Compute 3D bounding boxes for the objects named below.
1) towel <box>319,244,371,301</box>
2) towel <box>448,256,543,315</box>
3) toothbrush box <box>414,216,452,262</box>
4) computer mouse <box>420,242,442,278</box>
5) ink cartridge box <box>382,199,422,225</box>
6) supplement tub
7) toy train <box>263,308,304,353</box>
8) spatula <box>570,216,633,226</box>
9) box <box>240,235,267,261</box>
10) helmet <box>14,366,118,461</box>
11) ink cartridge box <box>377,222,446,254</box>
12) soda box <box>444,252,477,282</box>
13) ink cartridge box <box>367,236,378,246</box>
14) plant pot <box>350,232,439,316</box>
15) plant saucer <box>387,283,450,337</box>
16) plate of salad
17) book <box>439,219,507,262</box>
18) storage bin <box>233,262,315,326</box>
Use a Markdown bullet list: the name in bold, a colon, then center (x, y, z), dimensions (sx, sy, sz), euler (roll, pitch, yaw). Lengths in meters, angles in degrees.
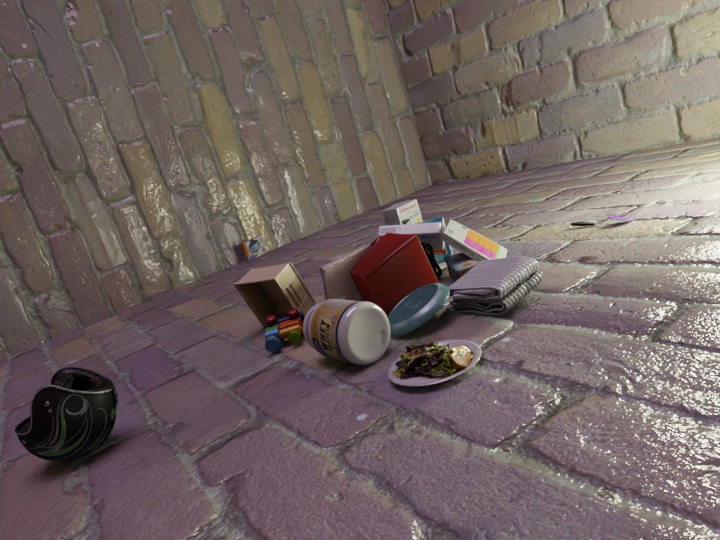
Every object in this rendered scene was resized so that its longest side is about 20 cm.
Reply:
- **towel**: center (-0.029, 0.042, 1.627), dimensions (0.199, 0.193, 0.032), euler (-27, 26, -36)
- **towel**: center (0.332, 0.043, 1.366), dimensions (0.165, 0.086, 0.199), euler (-34, 14, -29)
- **toothbrush box**: center (0.219, -0.094, 1.969), dimensions (0.198, 0.148, 0.085), euler (-14, 13, 14)
- **computer mouse**: center (0.148, -0.007, 1.715), dimensions (0.198, 0.142, 0.046), euler (-15, 20, 11)
- **ink cartridge box**: center (0.185, -0.172, 2.223), dimensions (0.082, 0.202, 0.145), euler (-5, 18, 45)
- **supplement tub**: center (-0.038, 0.143, 1.312), dimensions (0.144, 0.146, 0.199), euler (-26, 14, -33)
- **toy train**: center (-0.181, 0.168, 1.570), dimensions (0.198, 0.085, 0.116), euler (-17, 23, 3)
- **spatula**: center (0.768, -0.157, 1.757), dimensions (0.056, 0.021, 0.199), euler (-12, 3, -40)
- **box**: center (-0.675, -0.146, 3.507), dimensions (0.041, 0.120, 0.200), euler (-8, 17, 37)
- **helmet**: center (-0.669, 0.338, 1.254), dimensions (0.198, 0.192, 0.200), euler (17, 4, -1)
- **ink cartridge box**: center (0.172, -0.082, 1.773), dimensions (0.198, 0.177, 0.045), euler (-2, 57, 17)
- **soda box**: center (0.306, -0.001, 1.636), dimensions (0.068, 0.064, 0.200), euler (-17, 12, 3)
- **ink cartridge box**: center (0.000, 0.000, 1.792), dimensions (0.176, 0.045, 0.201), euler (-41, -16, -44)
- **plant pot**: center (0.089, 0.025, 1.573), dimensions (0.175, 0.201, 0.200), euler (-33, 16, -15)
- **plant saucer**: center (0.139, 0.094, 1.399), dimensions (0.199, 0.028, 0.200), euler (-35, 13, 9)
- **plate of salad**: center (0.148, 0.179, 1.122), dimensions (0.198, 0.048, 0.200), euler (-17, 13, 4)
- **book**: center (0.342, -0.075, 1.650), dimensions (0.048, 0.199, 0.134), euler (-61, -5, 27)
- **storage bin**: center (-0.272, 0.085, 1.782), dimensions (0.199, 0.200, 0.094), euler (-8, 32, 38)
